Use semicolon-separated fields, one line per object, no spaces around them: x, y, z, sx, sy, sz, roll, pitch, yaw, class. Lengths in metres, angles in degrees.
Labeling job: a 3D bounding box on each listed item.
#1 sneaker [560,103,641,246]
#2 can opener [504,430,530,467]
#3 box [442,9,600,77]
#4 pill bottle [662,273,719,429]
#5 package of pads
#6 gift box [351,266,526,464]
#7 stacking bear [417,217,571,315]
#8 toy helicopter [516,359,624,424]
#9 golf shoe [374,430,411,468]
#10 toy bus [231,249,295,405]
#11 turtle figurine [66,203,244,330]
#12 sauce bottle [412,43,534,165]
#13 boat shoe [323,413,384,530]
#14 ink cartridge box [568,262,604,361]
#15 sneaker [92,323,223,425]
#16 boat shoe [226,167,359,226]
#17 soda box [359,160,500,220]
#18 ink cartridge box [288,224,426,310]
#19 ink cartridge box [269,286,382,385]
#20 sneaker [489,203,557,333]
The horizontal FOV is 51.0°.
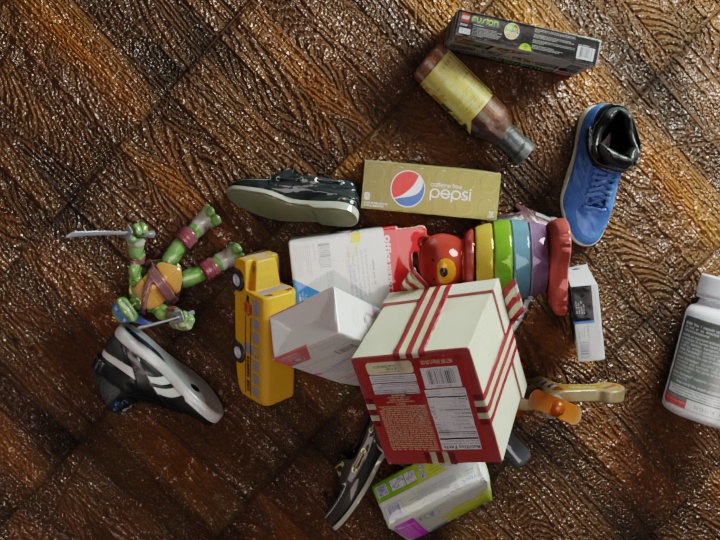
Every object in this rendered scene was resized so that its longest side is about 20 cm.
0.338;-0.133;1.063;0.075;0.111;0.205;8;96;-3;sneaker
0.161;0.216;1.108;0.067;0.053;0.201;-40;86;-11;can opener
0.216;-0.310;1.040;0.195;0.110;0.036;11;96;-4;box
0.520;0.116;1.098;0.111;0.114;0.205;12;96;-3;pill bottle
0.111;0.314;1.067;0.152;0.201;0.069;-27;64;1;package of pads
0.111;0.109;0.954;0.180;0.187;0.204;-4;114;25;gift box
0.174;-0.012;1.014;0.194;0.114;0.124;-1;113;8;stacking bear
0.287;0.178;1.087;0.194;0.132;0.081;-1;96;-2;toy helicopter
0.080;0.255;1.069;0.077;0.198;0.089;40;106;35;golf shoe
-0.135;0.080;1.069;0.064;0.077;0.205;-15;115;-42;toy bus
-0.255;-0.001;1.027;0.193;0.202;0.144;-39;64;-20;turtle figurine
0.162;-0.230;1.069;0.200;0.066;0.066;44;93;-4;sauce bottle
-0.002;0.284;1.122;0.060;0.072;0.204;32;87;-1;boat shoe
0.308;0.052;1.048;0.038;0.200;0.102;-7;96;15;ink cartridge box
-0.302;0.181;1.101;0.199;0.073;0.113;40;97;2;sneaker
-0.092;-0.114;1.072;0.194;0.075;0.068;7;66;16;boat shoe
0.098;-0.116;1.080;0.194;0.064;0.070;5;97;-3;soda box
0.000;0.000;1.088;0.194;0.067;0.119;-7;97;-1;ink cartridge box
-0.020;0.098;1.050;0.115;0.199;0.069;-24;60;27;ink cartridge box
0.207;-0.003;1.101;0.114;0.076;0.203;27;86;1;sneaker
